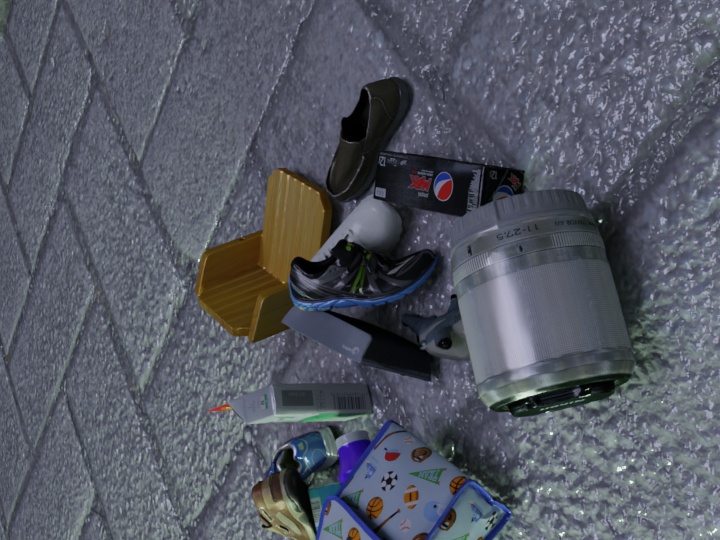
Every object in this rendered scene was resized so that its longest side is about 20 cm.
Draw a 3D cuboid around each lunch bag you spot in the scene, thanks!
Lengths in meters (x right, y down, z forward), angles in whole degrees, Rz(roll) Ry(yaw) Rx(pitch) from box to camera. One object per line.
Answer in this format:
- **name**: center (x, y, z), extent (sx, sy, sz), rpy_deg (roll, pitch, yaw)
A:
- **lunch bag**: center (0.045, 0.306, 1.143), extent (0.201, 0.124, 0.170), rpy_deg (-53, 37, -6)

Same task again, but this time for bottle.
- **bottle**: center (0.016, 0.313, 1.282), extent (0.084, 0.065, 0.202), rpy_deg (66, -174, -66)

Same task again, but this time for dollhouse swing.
- **dollhouse swing**: center (-0.149, -0.032, 1.448), extent (0.200, 0.180, 0.178), rpy_deg (34, 137, 49)

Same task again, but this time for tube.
- **tube**: center (-0.033, 0.406, 1.377), extent (0.077, 0.050, 0.203), rpy_deg (114, 146, -76)

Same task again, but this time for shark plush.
- **shark plush**: center (0.117, 0.068, 1.188), extent (0.200, 0.090, 0.084), rpy_deg (164, 125, -72)

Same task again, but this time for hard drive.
- **hard drive**: center (-0.004, 0.090, 1.269), extent (0.199, 0.134, 0.043), rpy_deg (21, 92, 55)

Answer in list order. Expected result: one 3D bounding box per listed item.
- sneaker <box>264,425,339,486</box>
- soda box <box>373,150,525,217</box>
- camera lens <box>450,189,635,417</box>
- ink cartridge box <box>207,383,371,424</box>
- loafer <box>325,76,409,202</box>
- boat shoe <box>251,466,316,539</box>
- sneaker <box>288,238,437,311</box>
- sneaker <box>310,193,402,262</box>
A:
- **sneaker**: center (-0.106, 0.290, 1.453), extent (0.200, 0.076, 0.076), rpy_deg (-51, 53, 43)
- **soda box**: center (0.102, -0.102, 1.169), extent (0.199, 0.070, 0.064), rpy_deg (19, 104, 52)
- **camera lens**: center (0.181, 0.038, 0.987), extent (0.160, 0.159, 0.202), rpy_deg (-30, 66, 49)
- **ink cartridge box**: center (-0.104, 0.200, 1.379), extent (0.199, 0.159, 0.051), rpy_deg (-29, 63, 50)
- **loafer**: center (-0.007, -0.179, 1.321), extent (0.075, 0.069, 0.201), rpy_deg (57, 132, 37)
- **boat shoe**: center (-0.109, 0.338, 1.387), extent (0.201, 0.073, 0.076), rpy_deg (76, -179, -54)
- **sneaker**: center (0.000, 0.000, 1.236), extent (0.197, 0.071, 0.084), rpy_deg (-8, 107, 14)
- **sneaker**: center (-0.015, -0.026, 1.306), extent (0.077, 0.080, 0.200), rpy_deg (48, 139, 7)
